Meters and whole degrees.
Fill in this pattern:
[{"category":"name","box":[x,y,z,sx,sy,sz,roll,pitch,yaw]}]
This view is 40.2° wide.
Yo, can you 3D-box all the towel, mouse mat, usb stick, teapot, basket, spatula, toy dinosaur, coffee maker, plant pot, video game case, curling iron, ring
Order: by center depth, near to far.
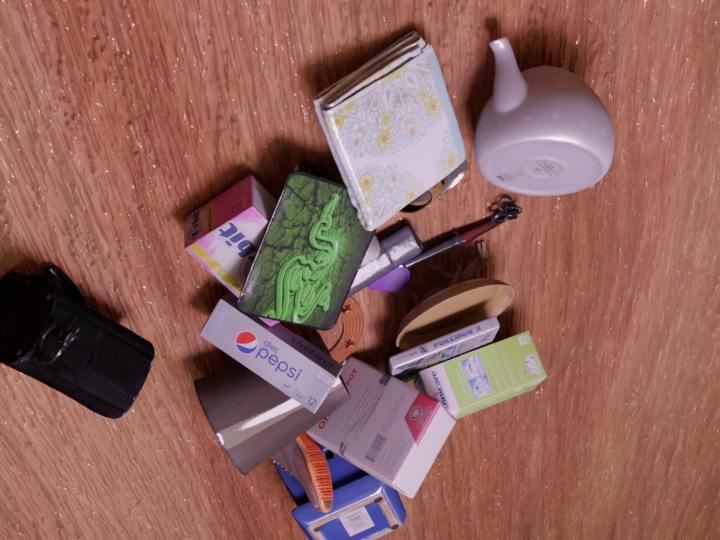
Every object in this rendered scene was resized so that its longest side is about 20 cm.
[{"category":"towel","box":[0.040,-0.174,1.239,0.170,0.048,0.202,-34,128,-14]},{"category":"coffee maker","box":[-0.370,0.111,1.271,0.135,0.192,0.200,-48,137,2]},{"category":"mouse mat","box":[-0.062,-0.021,1.281,0.159,0.008,0.203,13,108,-35]},{"category":"teapot","box":[0.243,-0.197,1.294,0.193,0.149,0.201,7,159,-3]},{"category":"usb stick","box":[0.000,0.000,1.434,0.198,0.033,0.056,-31,119,-1]},{"category":"spatula","box":[-0.021,0.017,1.468,0.196,0.021,0.057,-6,135,-19]},{"category":"curling iron","box":[0.151,-0.055,1.471,0.197,0.026,0.050,-27,145,0]},{"category":"basket","box":[-0.124,0.191,1.488,0.197,0.137,0.182,-27,128,-3]},{"category":"plant pot","box":[0.141,0.064,1.509,0.197,0.028,0.201,-20,156,-9]},{"category":"ring","box":[-0.085,0.108,1.531,0.197,0.019,0.203,-14,138,-13]},{"category":"toy dinosaur","box":[0.137,0.044,1.543,0.099,0.059,0.202,5,130,-30]},{"category":"video game case","box":[0.130,0.136,1.596,0.179,0.022,0.200,-21,165,-5]},{"category":"plant pot","box":[-0.033,0.364,1.695,0.197,0.181,0.201,-23,139,0]}]

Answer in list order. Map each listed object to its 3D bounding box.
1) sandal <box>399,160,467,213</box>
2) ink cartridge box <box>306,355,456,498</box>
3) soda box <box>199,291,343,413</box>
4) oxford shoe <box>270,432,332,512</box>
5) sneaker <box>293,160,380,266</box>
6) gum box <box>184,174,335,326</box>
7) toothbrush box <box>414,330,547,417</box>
[{"category":"sandal","box":[0.070,-0.112,1.337,0.197,0.055,0.083,-15,139,-35]},{"category":"ink cartridge box","box":[0.030,0.245,1.558,0.147,0.198,0.085,-57,141,-12]},{"category":"soda box","box":[-0.124,0.113,1.390,0.198,0.068,0.064,34,103,3]},{"category":"oxford shoe","box":[-0.104,0.304,1.596,0.072,0.203,0.071,-29,158,12]},{"category":"sneaker","box":[-0.042,-0.068,1.338,0.071,0.073,0.201,-23,135,16]},{"category":"gum box","box":[-0.129,-0.019,1.314,0.112,0.067,0.200,-29,130,18]},{"category":"toothbrush box","box":[0.198,0.186,1.654,0.197,0.087,0.146,-21,166,-5]}]
